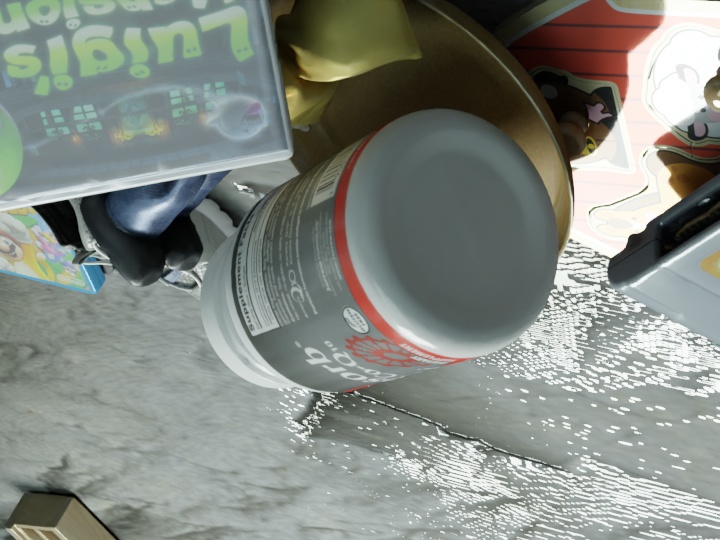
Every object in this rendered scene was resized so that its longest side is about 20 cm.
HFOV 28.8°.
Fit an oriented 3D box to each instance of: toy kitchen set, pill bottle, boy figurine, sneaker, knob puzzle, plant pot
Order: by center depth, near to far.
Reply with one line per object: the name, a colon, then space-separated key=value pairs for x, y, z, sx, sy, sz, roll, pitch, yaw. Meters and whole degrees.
boy figurine: x=-0.047 y=-0.076 z=0.680 sx=0.199 sy=0.124 sz=0.065 roll=-38 pitch=83 yaw=28
knob puzzle: x=0.132 y=-0.059 z=0.694 sx=0.217 sy=0.031 sz=0.221 roll=20 pitch=146 yaw=14
pill bottle: x=0.000 y=0.000 z=0.713 sx=0.116 sy=0.117 sz=0.199 roll=39 pitch=153 yaw=-16
plant pot: x=0.029 y=-0.074 z=0.725 sx=0.199 sy=0.028 sz=0.201 roll=29 pitch=147 yaw=20
sneaker: x=-0.154 y=-0.023 z=0.900 sx=0.199 sy=0.082 sz=0.075 roll=35 pitch=146 yaw=-10
toy kitchen set: x=-0.343 y=0.363 z=1.439 sx=0.162 sy=0.201 sz=0.181 roll=-3 pitch=136 yaw=37

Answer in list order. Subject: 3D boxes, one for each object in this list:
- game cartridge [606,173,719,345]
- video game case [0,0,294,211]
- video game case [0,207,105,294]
game cartridge: x=0.227 y=-0.014 z=0.650 sx=0.132 sy=0.042 sz=0.200 roll=28 pitch=143 yaw=-17
video game case: x=-0.136 y=-0.102 z=0.560 sx=0.197 sy=0.024 sz=0.183 roll=-11 pitch=134 yaw=-2
video game case: x=-0.271 y=-0.066 z=0.987 sx=0.141 sy=0.018 sz=0.201 roll=13 pitch=143 yaw=24
